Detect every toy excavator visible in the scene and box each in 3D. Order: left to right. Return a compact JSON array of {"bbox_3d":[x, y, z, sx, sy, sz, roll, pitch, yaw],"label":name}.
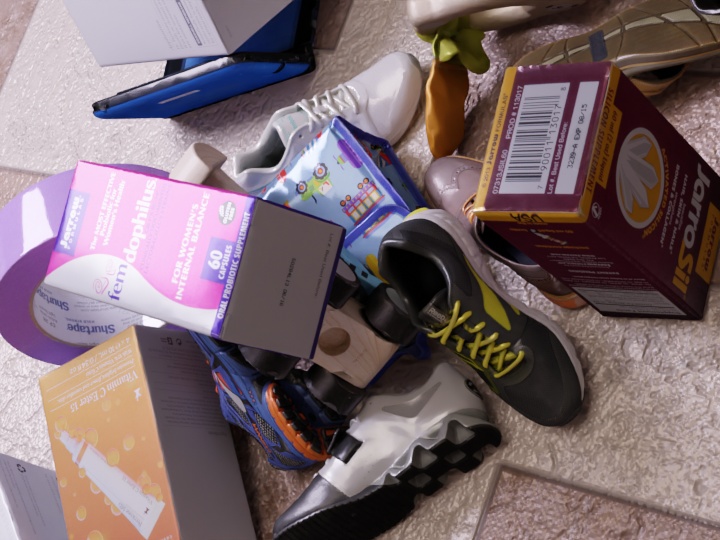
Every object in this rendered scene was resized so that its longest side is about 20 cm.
[{"bbox_3d":[-0.062,-0.005,1.185,0.100,0.194,0.200,-51,25,15],"label":"toy excavator"}]

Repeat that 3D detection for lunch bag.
[{"bbox_3d":[0.000,0.000,1.245,0.151,0.094,0.200,-44,63,16],"label":"lunch bag"}]

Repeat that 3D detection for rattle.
[{"bbox_3d":[0.143,-0.186,1.220,0.198,0.130,0.144,-8,72,7],"label":"rattle"}]

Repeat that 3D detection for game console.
[{"bbox_3d":[-0.148,-0.225,1.444,0.199,0.170,0.119,-14,88,34],"label":"game console"}]

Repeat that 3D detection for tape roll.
[{"bbox_3d":[-0.218,-0.001,1.276,0.200,0.200,0.066,-34,51,21],"label":"tape roll"}]

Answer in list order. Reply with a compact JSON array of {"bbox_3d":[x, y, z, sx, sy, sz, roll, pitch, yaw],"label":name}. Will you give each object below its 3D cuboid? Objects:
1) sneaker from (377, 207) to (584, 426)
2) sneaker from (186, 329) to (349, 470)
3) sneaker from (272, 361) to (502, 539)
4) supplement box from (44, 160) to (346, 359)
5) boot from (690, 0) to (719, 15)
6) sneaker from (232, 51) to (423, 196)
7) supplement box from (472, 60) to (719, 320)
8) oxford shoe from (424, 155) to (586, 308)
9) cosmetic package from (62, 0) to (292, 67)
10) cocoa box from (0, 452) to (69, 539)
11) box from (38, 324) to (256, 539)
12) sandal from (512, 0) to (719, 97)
[{"bbox_3d":[0.081,0.043,1.106,0.200,0.084,0.075,47,120,14],"label":"sneaker"},{"bbox_3d":[-0.098,0.087,1.233,0.200,0.075,0.078,54,131,10],"label":"sneaker"},{"bbox_3d":[0.011,0.146,1.164,0.199,0.074,0.089,-33,51,9],"label":"sneaker"},{"bbox_3d":[-0.124,-0.010,1.096,0.199,0.103,0.102,13,87,41],"label":"supplement box"},{"bbox_3d":[0.336,-0.193,1.016,0.199,0.130,0.068,-2,95,42],"label":"boot"},{"bbox_3d":[-0.029,-0.124,1.320,0.200,0.080,0.071,-42,47,14],"label":"sneaker"},{"bbox_3d":[0.172,-0.050,1.037,0.085,0.200,0.111,3,71,38],"label":"supplement box"},{"bbox_3d":[0.109,-0.047,1.173,0.200,0.073,0.072,38,95,43],"label":"oxford shoe"},{"bbox_3d":[-0.152,-0.298,1.411,0.199,0.123,0.199,4,40,44],"label":"cosmetic package"},{"bbox_3d":[-0.290,0.282,1.293,0.131,0.133,0.200,-46,48,13],"label":"cocoa box"},{"bbox_3d":[-0.181,0.164,1.258,0.124,0.097,0.201,-28,67,29],"label":"box"},{"bbox_3d":[0.208,-0.159,1.159,0.199,0.054,0.081,-19,39,23],"label":"sandal"}]
